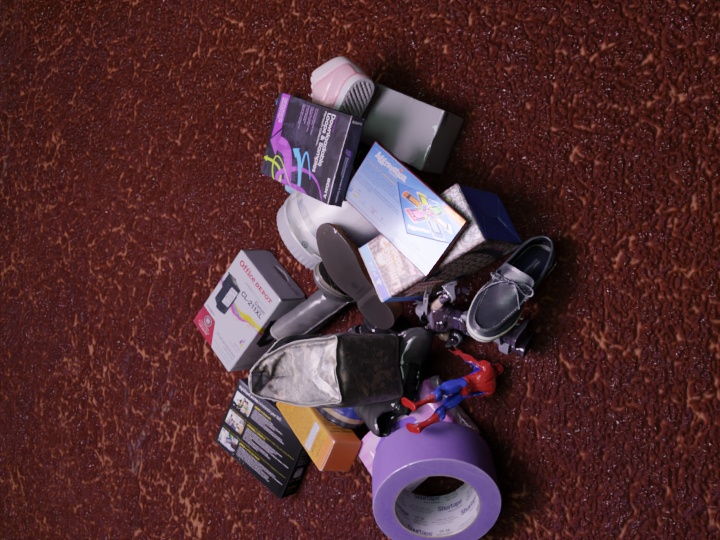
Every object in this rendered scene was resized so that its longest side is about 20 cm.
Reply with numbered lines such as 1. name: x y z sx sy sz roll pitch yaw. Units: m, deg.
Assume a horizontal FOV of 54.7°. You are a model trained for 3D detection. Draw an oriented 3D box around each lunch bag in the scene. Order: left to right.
1. lunch bag: -0.058 0.158 1.093 0.199 0.163 0.119 -13 77 37

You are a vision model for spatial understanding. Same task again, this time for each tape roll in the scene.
1. tape roll: 0.116 0.340 1.094 0.198 0.085 0.202 0 119 0

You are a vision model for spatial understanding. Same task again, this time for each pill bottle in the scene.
1. pill bottle: 0.004 0.167 1.220 0.112 0.111 0.201 39 111 27

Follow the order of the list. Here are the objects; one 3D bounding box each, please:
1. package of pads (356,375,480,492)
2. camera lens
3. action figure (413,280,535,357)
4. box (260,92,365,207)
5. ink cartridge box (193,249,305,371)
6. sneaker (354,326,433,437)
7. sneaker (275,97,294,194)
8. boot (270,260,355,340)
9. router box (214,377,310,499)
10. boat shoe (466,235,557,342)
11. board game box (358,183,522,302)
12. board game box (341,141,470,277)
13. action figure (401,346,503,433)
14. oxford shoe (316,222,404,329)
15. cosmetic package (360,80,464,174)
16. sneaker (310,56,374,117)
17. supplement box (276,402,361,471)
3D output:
1. package of pads: 0.094 0.286 1.181 0.200 0.075 0.121 -48 63 23
2. camera lens: -0.028 -0.108 1.213 0.199 0.159 0.161 -36 71 28
3. action figure: 0.172 0.083 1.112 0.199 0.131 0.070 16 56 28
4. box: -0.083 -0.201 1.137 0.199 0.036 0.144 28 108 42
5. ink cartridge box: -0.223 0.077 1.387 0.146 0.083 0.200 48 114 25
6. sneaker: 0.068 0.185 1.133 0.201 0.075 0.091 -62 35 18
7. sneaker: -0.139 -0.240 1.338 0.089 0.078 0.202 -17 80 35
8. boot: -0.088 0.062 1.249 0.199 0.181 0.073 -26 62 26
9. router box: -0.187 0.328 1.380 0.199 0.051 0.150 31 105 29
10. boat shoe: 0.227 0.022 1.040 0.074 0.062 0.200 36 69 23
11. board game box: 0.129 -0.038 1.110 0.199 0.159 0.098 -33 72 29
12. board game box: 0.064 -0.094 1.047 0.200 0.019 0.103 46 114 26
13. action figure: 0.138 0.183 1.102 0.099 0.199 0.066 15 118 56
14. oxford shoe: 0.000 0.000 1.150 0.071 0.071 0.201 -30 99 42
15. cosmetic package: 0.065 -0.252 1.199 0.199 0.090 0.108 31 107 26
16. sneaker: -0.056 -0.273 1.193 0.201 0.075 0.105 -55 52 31
17. supplement box: -0.079 0.276 1.262 0.200 0.066 0.069 39 111 50
